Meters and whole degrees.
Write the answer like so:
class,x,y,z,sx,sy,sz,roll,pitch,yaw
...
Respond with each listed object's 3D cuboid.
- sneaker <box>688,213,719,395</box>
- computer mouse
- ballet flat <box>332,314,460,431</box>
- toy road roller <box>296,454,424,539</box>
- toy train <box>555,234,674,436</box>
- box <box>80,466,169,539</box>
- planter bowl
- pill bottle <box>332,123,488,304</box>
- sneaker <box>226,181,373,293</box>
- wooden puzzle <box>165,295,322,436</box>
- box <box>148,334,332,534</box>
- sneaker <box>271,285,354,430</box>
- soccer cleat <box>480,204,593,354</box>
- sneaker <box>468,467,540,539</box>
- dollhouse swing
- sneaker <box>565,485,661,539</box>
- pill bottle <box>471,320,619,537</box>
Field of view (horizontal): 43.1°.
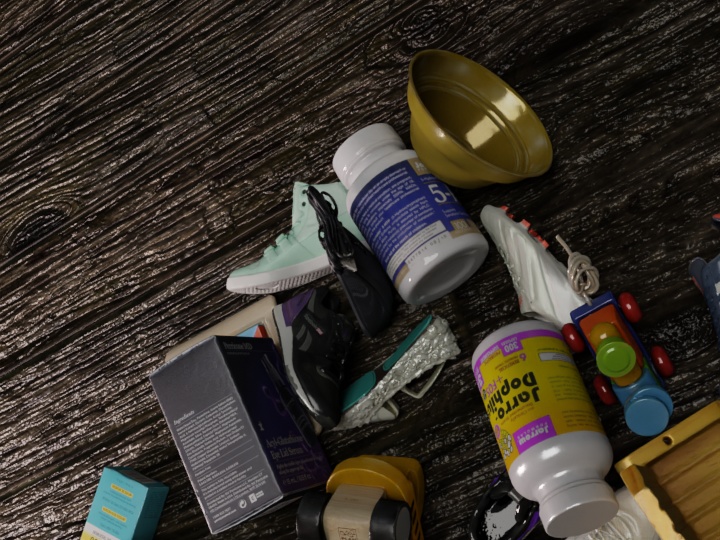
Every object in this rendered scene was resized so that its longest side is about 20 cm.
class,x,y,z,sx,sy,sz,roll,pitch,yaw
sneaker,0.377,0.033,0.941,0.084,0.075,0.202,11,74,25
computer mouse,0.000,0.000,1.063,0.052,0.201,0.139,-22,45,2
ballet flat,0.039,0.137,1.081,0.200,0.072,0.072,-43,65,13
toy road roller,0.022,0.301,1.039,0.122,0.146,0.202,0,116,24
toy train,0.248,0.066,0.925,0.084,0.116,0.201,-30,102,16
box,-0.328,0.370,1.209,0.082,0.049,0.202,16,86,27
planter bowl,0.120,-0.156,1.057,0.201,0.199,0.084,57,131,23
pill bottle,0.052,-0.072,1.084,0.119,0.120,0.201,-38,67,13
sneaker,-0.088,-0.045,1.167,0.199,0.074,0.119,-19,78,10
wooden puzzle,-0.159,0.156,1.181,0.184,0.037,0.202,-28,69,18
box,-0.137,0.186,1.073,0.104,0.148,0.201,-30,76,17
sneaker,-0.045,0.093,1.094,0.087,0.076,0.201,-30,45,8
soccer cleat,0.195,0.007,1.032,0.078,0.069,0.200,-45,68,8
sneaker,0.184,0.227,0.971,0.069,0.099,0.201,38,97,24
dollhouse swing,0.349,0.223,0.830,0.181,0.176,0.201,-30,66,-3
sneaker,0.241,0.296,0.944,0.200,0.081,0.075,-46,63,8
pill bottle,0.186,0.156,0.910,0.104,0.104,0.201,-30,49,16
